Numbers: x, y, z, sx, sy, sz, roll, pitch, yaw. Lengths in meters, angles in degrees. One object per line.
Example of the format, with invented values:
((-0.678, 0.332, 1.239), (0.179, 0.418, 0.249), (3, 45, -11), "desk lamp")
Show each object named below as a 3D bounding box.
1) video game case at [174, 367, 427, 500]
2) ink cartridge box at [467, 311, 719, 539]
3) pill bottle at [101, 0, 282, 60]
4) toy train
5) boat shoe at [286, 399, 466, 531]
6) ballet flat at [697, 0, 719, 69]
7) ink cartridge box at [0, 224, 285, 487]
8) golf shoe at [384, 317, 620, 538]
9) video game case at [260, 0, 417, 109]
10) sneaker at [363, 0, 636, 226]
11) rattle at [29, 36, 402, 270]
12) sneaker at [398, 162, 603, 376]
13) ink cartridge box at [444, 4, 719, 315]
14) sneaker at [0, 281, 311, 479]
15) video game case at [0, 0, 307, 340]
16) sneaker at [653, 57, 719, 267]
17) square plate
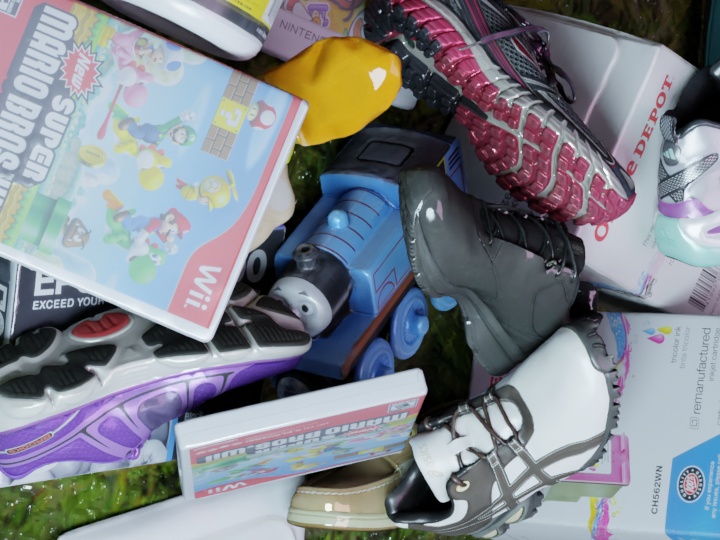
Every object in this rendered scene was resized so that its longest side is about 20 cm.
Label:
((-0.038, 0.099, 1.549), (0.142, 0.200, 0.018), (-13, 78, -6), "video game case")
((0.169, 0.105, 1.705), (0.085, 0.199, 0.145), (29, 66, -57), "ink cartridge box")
((-0.069, -0.227, 1.471), (0.112, 0.112, 0.201), (27, 86, -45), "pill bottle")
((0.000, 0.000, 1.613), (0.200, 0.086, 0.115), (-51, 141, -43), "toy train")
((0.018, 0.125, 1.711), (0.200, 0.074, 0.067), (-13, 105, -58), "boat shoe")
((0.271, -0.220, 1.840), (0.065, 0.070, 0.201), (-33, 134, -64), "ballet flat")
((-0.134, 0.018, 1.551), (0.198, 0.043, 0.201), (-6, 108, -41), "ink cartridge box")
((0.085, 0.105, 1.601), (0.094, 0.078, 0.200), (-5, 144, -34), "golf shoe")
((0.002, -0.216, 1.605), (0.182, 0.023, 0.201), (18, 92, -46), "video game case")
((0.096, -0.111, 1.598), (0.075, 0.200, 0.081), (-40, 174, -29), "sneaker")
((-0.091, -0.065, 1.477), (0.199, 0.142, 0.131), (-6, 97, -47), "rattle")
((0.084, -0.011, 1.573), (0.200, 0.090, 0.076), (47, 30, -54), "sneaker")
((0.170, -0.061, 1.733), (0.200, 0.144, 0.148), (30, 83, -45), "ink cartridge box")
((-0.125, 0.064, 1.501), (0.199, 0.081, 0.084), (-15, 129, -19), "sneaker")
((-0.147, -0.065, 1.434), (0.199, 0.017, 0.144), (23, 88, -7), "video game case")
((0.262, -0.097, 1.653), (0.200, 0.078, 0.141), (-26, 120, -37), "sneaker")
((-0.105, 0.235, 1.669), (0.199, 0.028, 0.199), (-15, 115, -39), "square plate")
